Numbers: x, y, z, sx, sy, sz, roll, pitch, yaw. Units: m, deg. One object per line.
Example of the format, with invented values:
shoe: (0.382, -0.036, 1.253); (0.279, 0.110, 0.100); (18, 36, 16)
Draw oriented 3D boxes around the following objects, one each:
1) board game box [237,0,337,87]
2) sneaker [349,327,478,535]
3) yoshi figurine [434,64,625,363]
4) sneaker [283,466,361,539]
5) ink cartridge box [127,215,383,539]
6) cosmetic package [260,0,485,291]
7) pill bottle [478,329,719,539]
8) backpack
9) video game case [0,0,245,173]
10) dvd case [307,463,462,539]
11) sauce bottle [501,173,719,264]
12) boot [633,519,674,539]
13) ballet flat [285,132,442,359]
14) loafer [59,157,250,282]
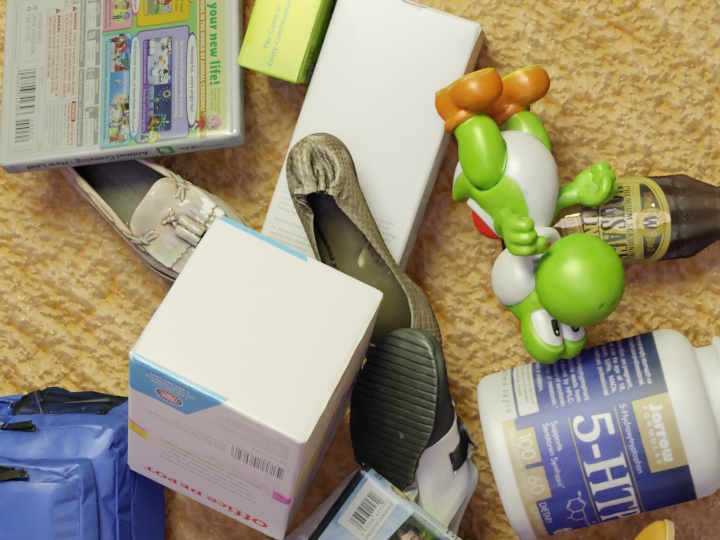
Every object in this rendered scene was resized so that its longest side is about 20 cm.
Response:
board game box: (-0.028, -0.235, 1.131); (0.047, 0.102, 0.201); (18, 96, 7)
sneaker: (0.044, 0.125, 1.108); (0.074, 0.088, 0.201); (23, 120, 37)
yoshi figurine: (0.125, -0.041, 1.056); (0.112, 0.112, 0.201); (-16, 86, 1)
sneaker: (-0.021, 0.207, 1.151); (0.200, 0.116, 0.074); (-41, 85, 7)
ink cartridge box: (-0.078, 0.084, 1.091); (0.128, 0.200, 0.126); (25, 60, 6)
cosmetic package: (0.010, -0.097, 1.142); (0.107, 0.085, 0.201); (21, 96, 6)
pill bottle: (0.192, 0.108, 1.102); (0.199, 0.120, 0.120); (-16, 91, 10)
backpack: (-0.262, 0.168, 1.160); (0.199, 0.168, 0.164); (3, 93, 15)
video game case: (-0.176, -0.175, 1.160); (0.181, 0.022, 0.201); (-6, 69, 9)
dvd case: (0.040, 0.248, 1.067); (0.200, 0.018, 0.143); (37, 105, 8)
sauce bottle: (0.200, -0.038, 1.127); (0.199, 0.066, 0.066); (-7, 92, 9)
boot: (0.120, 0.241, 1.087); (0.143, 0.071, 0.202); (24, 93, 6)
ballet flat: (0.000, 0.000, 1.081); (0.067, 0.046, 0.201); (-16, 111, 19)
loafer: (-0.159, -0.050, 1.151); (0.200, 0.063, 0.072); (35, 87, 26)
